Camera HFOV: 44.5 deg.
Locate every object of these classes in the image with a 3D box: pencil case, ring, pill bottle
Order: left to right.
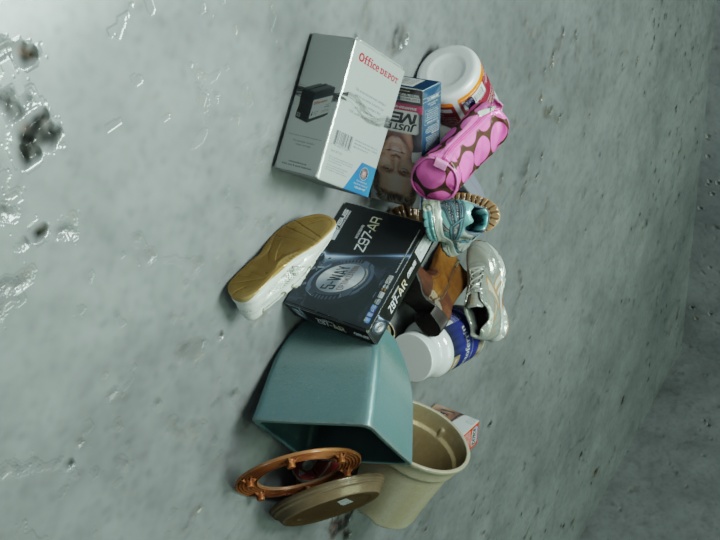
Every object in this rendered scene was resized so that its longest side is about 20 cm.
[{"bbox_3d":[-0.095,0.321,1.367,0.200,0.200,0.019,39,32,-57],"label":"ring"},{"bbox_3d":[0.149,0.142,1.704,0.200,0.116,0.116,-19,121,-52],"label":"pill bottle"},{"bbox_3d":[0.160,-0.193,1.391,0.200,0.091,0.094,-50,178,-38],"label":"pencil case"},{"bbox_3d":[0.182,-0.293,1.539,0.113,0.113,0.200,-64,148,-13],"label":"pill bottle"}]

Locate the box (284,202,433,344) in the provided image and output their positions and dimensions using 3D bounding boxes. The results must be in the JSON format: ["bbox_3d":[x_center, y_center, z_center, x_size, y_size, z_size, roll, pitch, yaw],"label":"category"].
[{"bbox_3d":[0.000,0.000,1.355,0.200,0.160,0.044,-59,147,-19],"label":"box"}]

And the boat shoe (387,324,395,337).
[{"bbox_3d":[0.022,0.114,1.530,0.076,0.072,0.200,-64,148,-13],"label":"boat shoe"}]

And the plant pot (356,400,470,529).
[{"bbox_3d":[0.075,0.372,1.642,0.200,0.200,0.184,-14,134,-55],"label":"plant pot"}]

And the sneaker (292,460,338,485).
[{"bbox_3d":[-0.050,0.323,1.544,0.200,0.078,0.116,-36,147,-36],"label":"sneaker"}]

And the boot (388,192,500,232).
[{"bbox_3d":[0.154,-0.089,1.530,0.107,0.200,0.075,10,79,-63],"label":"boot"}]

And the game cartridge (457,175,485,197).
[{"bbox_3d":[0.149,-0.140,1.544,0.042,0.133,0.200,-62,147,-17],"label":"game cartridge"}]

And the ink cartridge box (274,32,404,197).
[{"bbox_3d":[-0.028,-0.222,1.273,0.145,0.084,0.200,13,94,-58],"label":"ink cartridge box"}]

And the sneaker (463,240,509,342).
[{"bbox_3d":[0.232,0.039,1.683,0.092,0.076,0.200,0,78,-54],"label":"sneaker"}]

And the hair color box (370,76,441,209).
[{"bbox_3d":[0.072,-0.208,1.421,0.061,0.100,0.200,-35,133,-47],"label":"hair color box"}]

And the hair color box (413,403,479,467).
[{"bbox_3d":[0.149,0.358,1.815,0.200,0.111,0.064,-27,127,-50],"label":"hair color box"}]

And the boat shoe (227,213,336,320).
[{"bbox_3d":[-0.109,-0.005,1.275,0.200,0.071,0.069,-42,140,-27],"label":"boat shoe"}]

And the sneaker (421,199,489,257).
[{"bbox_3d":[0.162,-0.066,1.365,0.200,0.086,0.078,11,74,-68],"label":"sneaker"}]

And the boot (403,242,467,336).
[{"bbox_3d":[0.136,-0.005,1.647,0.188,0.068,0.200,53,41,-16],"label":"boot"}]

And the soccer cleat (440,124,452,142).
[{"bbox_3d":[0.136,-0.205,1.559,0.069,0.085,0.200,-44,165,-10],"label":"soccer cleat"}]

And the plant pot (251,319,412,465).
[{"bbox_3d":[-0.024,0.178,1.386,0.196,0.196,0.200,52,43,-54],"label":"plant pot"}]

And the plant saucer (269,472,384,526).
[{"bbox_3d":[-0.052,0.384,1.462,0.200,0.200,0.029,28,39,-58],"label":"plant saucer"}]
